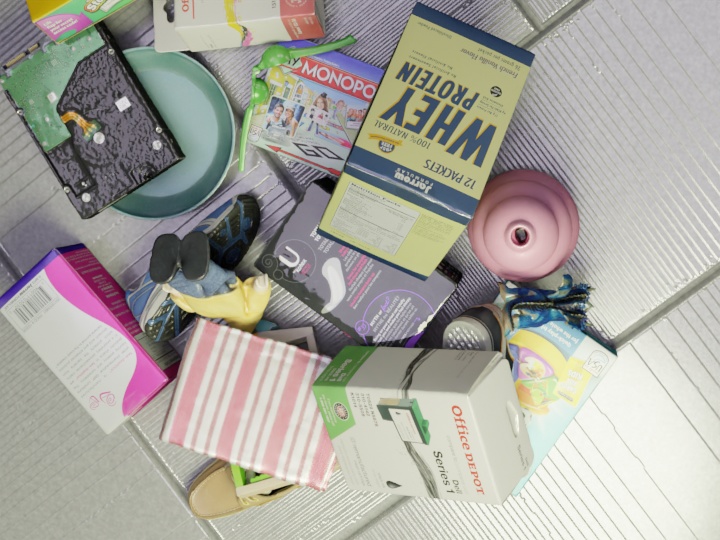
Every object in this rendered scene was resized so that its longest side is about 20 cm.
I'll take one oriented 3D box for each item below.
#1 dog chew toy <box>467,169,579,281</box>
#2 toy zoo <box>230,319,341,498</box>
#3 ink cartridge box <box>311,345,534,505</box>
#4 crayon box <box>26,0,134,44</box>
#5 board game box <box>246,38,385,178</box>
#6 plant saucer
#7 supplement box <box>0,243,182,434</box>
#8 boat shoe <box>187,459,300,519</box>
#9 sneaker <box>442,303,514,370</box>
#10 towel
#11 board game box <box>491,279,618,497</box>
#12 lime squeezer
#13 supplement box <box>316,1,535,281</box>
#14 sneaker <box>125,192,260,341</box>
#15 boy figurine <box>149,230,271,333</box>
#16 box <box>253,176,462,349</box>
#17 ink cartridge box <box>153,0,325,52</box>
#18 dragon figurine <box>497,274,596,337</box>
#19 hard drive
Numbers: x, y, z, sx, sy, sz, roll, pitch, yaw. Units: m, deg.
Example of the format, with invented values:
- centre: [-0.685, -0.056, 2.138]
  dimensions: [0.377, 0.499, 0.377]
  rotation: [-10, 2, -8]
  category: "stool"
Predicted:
- centre: [0.174, -0.045, 1.532]
  dimensions: [0.124, 0.200, 0.125]
  rotation: [1, 95, 8]
  category: "dog chew toy"
- centre: [-0.100, 0.148, 1.645]
  dimensions: [0.131, 0.020, 0.200]
  rotation: [-18, 69, 7]
  category: "toy zoo"
- centre: [0.067, 0.163, 1.519]
  dimensions: [0.200, 0.084, 0.146]
  rotation: [0, 120, 36]
  category: "ink cartridge box"
- centre: [-0.289, -0.375, 1.593]
  dimensions: [0.200, 0.058, 0.173]
  rotation: [-27, 63, 12]
  category: "crayon box"
- centre: [-0.019, -0.176, 1.631]
  dimensions: [0.200, 0.029, 0.135]
  rotation: [21, 99, 5]
  category: "board game box"
- centre: [-0.240, -0.159, 1.659]
  dimensions: [0.199, 0.036, 0.201]
  rotation: [1, 95, 7]
  category: "plant saucer"
- centre: [-0.310, 0.077, 1.661]
  dimensions: [0.101, 0.103, 0.200]
  rotation: [-41, 88, 9]
  category: "supplement box"
- centre: [-0.120, 0.237, 1.669]
  dimensions: [0.200, 0.066, 0.074]
  rotation: [-29, 91, 9]
  category: "boat shoe"
- centre: [0.125, 0.128, 1.575]
  dimensions: [0.078, 0.079, 0.200]
  rotation: [24, 124, 22]
  category: "sneaker"
- centre: [-0.111, 0.149, 1.589]
  dimensions: [0.200, 0.030, 0.147]
  rotation: [18, 80, -1]
  category: "towel"
- centre: [0.174, 0.133, 1.628]
  dimensions: [0.151, 0.047, 0.200]
  rotation: [35, 99, 3]
  category: "board game box"
- centre: [-0.097, -0.208, 1.613]
  dimensions: [0.071, 0.038, 0.200]
  rotation: [36, 100, -29]
  category: "lime squeezer"
- centre: [0.063, -0.128, 1.476]
  dimensions: [0.134, 0.200, 0.200]
  rotation: [23, 70, -3]
  category: "supplement box"
- centre: [-0.197, -0.016, 1.648]
  dimensions: [0.200, 0.076, 0.077]
  rotation: [-49, 53, -5]
  category: "sneaker"
- centre: [-0.151, 0.019, 1.579]
  dimensions: [0.124, 0.200, 0.065]
  rotation: [-6, 70, 22]
  category: "boy figurine"
- centre: [0.000, 0.000, 1.607]
  dimensions: [0.200, 0.106, 0.122]
  rotation: [36, 99, 2]
  category: "box"
- centre: [-0.145, -0.316, 1.599]
  dimensions: [0.199, 0.068, 0.117]
  rotation: [-6, 76, 9]
  category: "ink cartridge box"
- centre: [0.198, 0.036, 1.499]
  dimensions: [0.099, 0.200, 0.059]
  rotation: [-7, 84, 10]
  category: "dragon figurine"
- centre: [-0.309, -0.178, 1.630]
  dimensions: [0.140, 0.038, 0.200]
  rotation: [-32, 92, 10]
  category: "hard drive"
